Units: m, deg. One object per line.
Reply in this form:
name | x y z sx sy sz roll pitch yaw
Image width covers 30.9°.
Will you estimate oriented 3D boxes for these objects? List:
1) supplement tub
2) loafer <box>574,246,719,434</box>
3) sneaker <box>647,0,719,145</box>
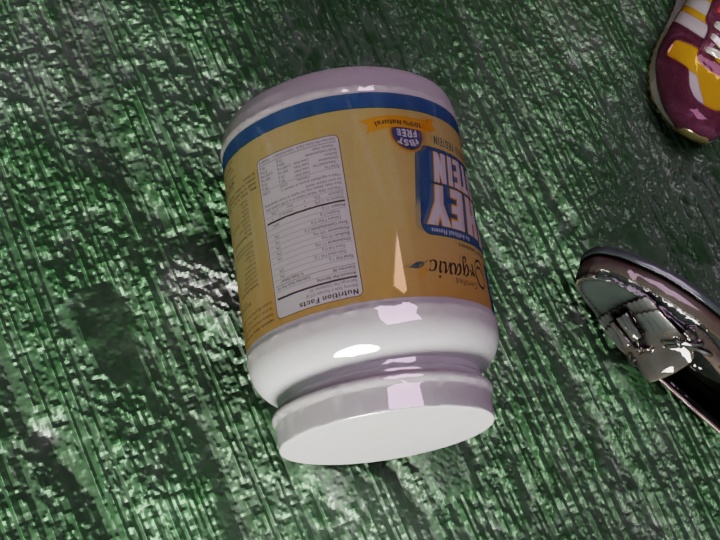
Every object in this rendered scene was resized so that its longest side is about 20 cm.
supplement tub | 0.000 0.000 0.753 0.144 0.145 0.201 0 69 -25
loafer | 0.223 0.061 0.875 0.200 0.072 0.063 35 64 -9
sneaker | 0.281 -0.191 0.996 0.075 0.090 0.200 25 60 -13
